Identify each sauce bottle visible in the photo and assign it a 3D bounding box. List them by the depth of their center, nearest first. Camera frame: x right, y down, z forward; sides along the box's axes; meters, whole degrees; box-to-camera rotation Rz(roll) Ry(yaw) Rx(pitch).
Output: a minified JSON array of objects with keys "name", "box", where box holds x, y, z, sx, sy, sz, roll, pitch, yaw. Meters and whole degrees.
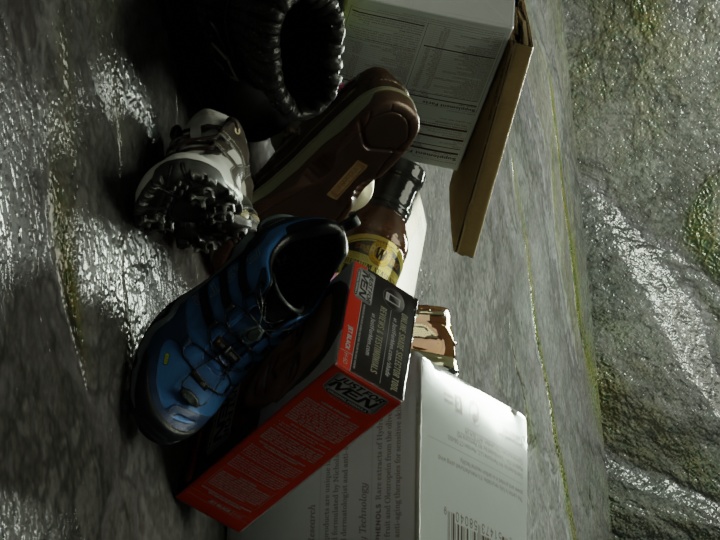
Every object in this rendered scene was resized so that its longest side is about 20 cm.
[{"name":"sauce bottle","box":[0.000,0.000,1.782,0.065,0.065,0.201,58,50,-64]}]

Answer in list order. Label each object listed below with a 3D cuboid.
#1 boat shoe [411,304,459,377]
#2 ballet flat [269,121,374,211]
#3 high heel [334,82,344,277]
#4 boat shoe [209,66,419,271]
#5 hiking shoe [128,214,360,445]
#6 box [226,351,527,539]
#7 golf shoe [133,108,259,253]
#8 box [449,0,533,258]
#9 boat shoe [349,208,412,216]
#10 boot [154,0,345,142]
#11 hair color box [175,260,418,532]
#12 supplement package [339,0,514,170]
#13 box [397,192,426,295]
[{"name":"boat shoe","box":[-0.008,0.042,1.700,0.200,0.076,0.074,15,72,-36]},{"name":"ballet flat","box":[-0.050,-0.138,1.699,0.200,0.069,0.069,60,6,18]},{"name":"high heel","box":[-0.057,-0.063,1.722,0.096,0.067,0.201,15,83,-38]},{"name":"boat shoe","box":[-0.038,-0.074,1.642,0.075,0.202,0.075,37,22,-37]},{"name":"hiking shoe","box":[-0.084,0.032,1.471,0.074,0.087,0.200,43,64,-17]},{"name":"box","box":[0.016,0.190,1.703,0.199,0.171,0.201,32,54,-55]},{"name":"golf shoe","box":[-0.118,-0.071,1.519,0.200,0.077,0.095,67,18,-81]},{"name":"box","box":[0.114,-0.133,1.923,0.164,0.021,0.201,-88,-168,-66]},{"name":"boat shoe","box":[-0.037,-0.051,1.832,0.200,0.064,0.071,-3,91,-53]},{"name":"boot","box":[-0.065,-0.146,1.554,0.079,0.158,0.211,-46,140,-14]},{"name":"hair color box","box":[-0.046,0.091,1.523,0.061,0.200,0.102,32,41,-21]},{"name":"supplement package","box":[0.047,-0.234,1.935,0.200,0.147,0.192,110,-11,-53]},{"name":"box","box":[-0.002,0.000,1.925,0.200,0.095,0.078,-80,160,-48]}]
